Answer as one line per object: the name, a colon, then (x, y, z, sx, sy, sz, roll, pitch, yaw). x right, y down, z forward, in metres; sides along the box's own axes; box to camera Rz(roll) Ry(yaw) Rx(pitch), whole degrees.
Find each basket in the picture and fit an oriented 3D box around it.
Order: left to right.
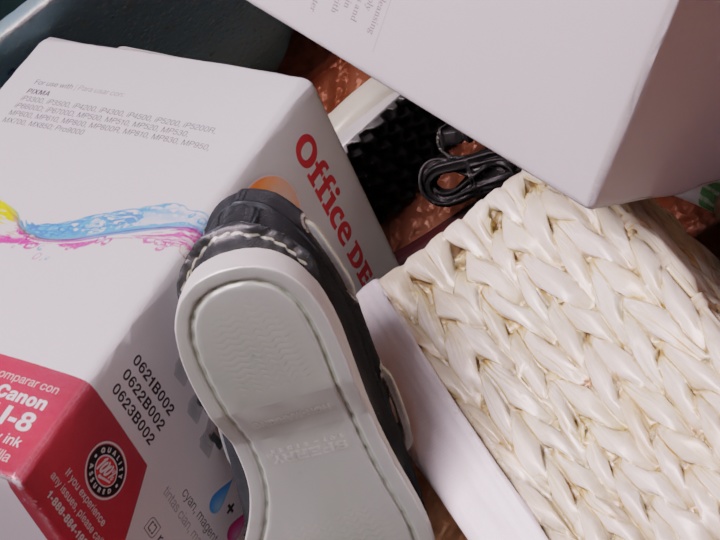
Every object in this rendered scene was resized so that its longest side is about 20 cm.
basket: (0.105, 0.063, 0.774, 0.123, 0.135, 0.200, -45, 54, 12)

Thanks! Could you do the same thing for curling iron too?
curling iron: (0.000, 0.000, 0.938, 0.200, 0.026, 0.050, -41, 92, 22)

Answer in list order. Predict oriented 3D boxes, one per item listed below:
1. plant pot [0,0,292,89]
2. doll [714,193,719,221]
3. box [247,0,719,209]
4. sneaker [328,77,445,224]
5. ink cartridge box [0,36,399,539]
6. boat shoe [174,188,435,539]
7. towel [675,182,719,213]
plant pot: (-0.146, -0.135, 0.966, 0.196, 0.200, 0.196, -38, 59, -6)
doll: (0.192, -0.038, 0.775, 0.136, 0.048, 0.201, -12, 72, 37)
box: (0.057, -0.117, 0.775, 0.200, 0.124, 0.098, 34, 117, 28)
sneaker: (-0.047, -0.040, 0.961, 0.200, 0.070, 0.093, -46, 59, 17)
ink cartridge box: (-0.098, 0.031, 0.805, 0.144, 0.145, 0.200, 12, 54, 34)
boat shoe: (-0.014, 0.062, 0.740, 0.075, 0.200, 0.060, -6, 34, 7)
towel: (0.156, -0.103, 0.867, 0.200, 0.023, 0.153, 27, 91, 39)
